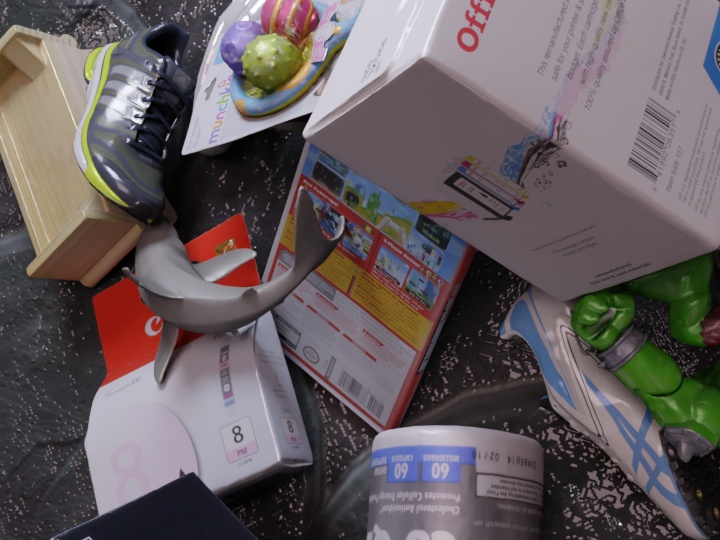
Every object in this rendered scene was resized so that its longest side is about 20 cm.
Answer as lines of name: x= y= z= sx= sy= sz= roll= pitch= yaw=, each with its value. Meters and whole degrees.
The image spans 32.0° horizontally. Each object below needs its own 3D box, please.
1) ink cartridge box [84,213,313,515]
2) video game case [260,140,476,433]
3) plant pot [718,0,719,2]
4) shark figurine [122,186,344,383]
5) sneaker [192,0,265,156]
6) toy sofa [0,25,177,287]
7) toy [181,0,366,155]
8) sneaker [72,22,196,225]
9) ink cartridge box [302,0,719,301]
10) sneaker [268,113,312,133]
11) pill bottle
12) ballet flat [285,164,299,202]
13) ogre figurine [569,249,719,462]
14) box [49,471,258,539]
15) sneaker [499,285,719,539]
ink cartridge box: x=-0.134 y=0.076 z=0.910 sx=0.162 sy=0.057 sz=0.200 roll=-27 pitch=71 yaw=24
video game case: x=0.000 y=0.000 z=0.862 sx=0.143 sy=0.017 sz=0.200 roll=38 pitch=128 yaw=24
plant pot: x=0.247 y=-0.165 z=0.835 sx=0.200 sy=0.187 sz=0.187 roll=30 pitch=83 yaw=8
shark figurine: x=-0.111 y=0.006 z=0.851 sx=0.214 sy=0.089 sz=0.128 roll=-1 pitch=66 yaw=45
sneaker: x=-0.066 y=-0.176 z=0.983 sx=0.088 sy=0.075 sz=0.200 roll=21 pitch=82 yaw=3
toy sofa: x=-0.234 y=-0.091 z=1.005 sx=0.083 sy=0.098 sz=0.200 roll=-39 pitch=64 yaw=29
toy: x=-0.047 y=-0.157 z=0.847 sx=0.200 sy=0.047 sz=0.115 roll=-11 pitch=51 yaw=33
sneaker: x=-0.166 y=-0.120 z=0.955 sx=0.081 sy=0.074 sz=0.200 roll=-32 pitch=46 yaw=23
ink cartridge box: x=0.100 y=-0.103 z=0.718 sx=0.200 sy=0.145 sz=0.147 roll=31 pitch=65 yaw=-18
sneaker: x=0.004 y=-0.159 z=0.914 sx=0.200 sy=0.090 sz=0.075 roll=-8 pitch=54 yaw=-4
pill bottle: x=0.057 y=0.206 z=0.794 sx=0.114 sy=0.114 sz=0.200 roll=-1 pitch=72 yaw=17
ballet flat: x=0.046 y=-0.041 z=0.903 sx=0.200 sy=0.068 sz=0.069 roll=1 pitch=88 yaw=12
ogre figurine: x=0.235 y=0.045 z=0.790 sx=0.098 sy=0.200 sz=0.120 roll=-28 pitch=77 yaw=48
box: x=-0.108 y=0.270 z=0.773 sx=0.197 sy=0.117 sz=0.200 roll=42 pitch=128 yaw=24
sneaker: x=0.168 y=0.094 z=0.828 sx=0.072 sy=0.072 sz=0.200 roll=-46 pitch=68 yaw=30
